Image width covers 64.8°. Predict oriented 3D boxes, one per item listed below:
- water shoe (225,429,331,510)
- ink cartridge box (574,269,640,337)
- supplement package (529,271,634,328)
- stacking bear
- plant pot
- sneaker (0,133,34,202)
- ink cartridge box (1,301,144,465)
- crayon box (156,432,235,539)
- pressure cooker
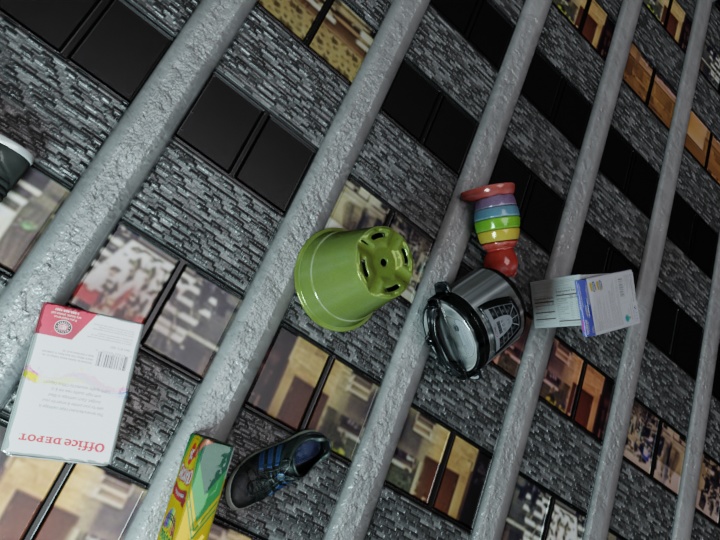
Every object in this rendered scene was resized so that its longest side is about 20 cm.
[{"bbox_3d":[-0.138,0.332,0.964,0.196,0.078,0.074,-29,95,-31],"label":"water shoe"},{"bbox_3d":[0.533,0.072,1.243,0.194,0.041,0.124,-8,87,-33],"label":"ink cartridge box"},{"bbox_3d":[0.531,0.071,1.355,0.193,0.154,0.116,-1,83,-29],"label":"supplement package"},{"bbox_3d":[0.310,-0.086,1.289,0.118,0.113,0.209,-6,88,-30],"label":"stacking bear"},{"bbox_3d":[0.000,0.000,1.042,0.193,0.188,0.209,6,77,-27],"label":"plant pot"},{"bbox_3d":[-0.583,-0.167,0.802,0.196,0.070,0.103,27,64,-28],"label":"sneaker"},{"bbox_3d":[-0.416,0.166,0.831,0.142,0.082,0.208,17,73,-27],"label":"ink cartridge box"},{"bbox_3d":[-0.257,0.359,0.862,0.049,0.126,0.207,22,70,-23],"label":"crayon box"},{"bbox_3d":[0.221,0.112,1.161,0.196,0.182,0.176,-27,55,-30],"label":"pressure cooker"}]
